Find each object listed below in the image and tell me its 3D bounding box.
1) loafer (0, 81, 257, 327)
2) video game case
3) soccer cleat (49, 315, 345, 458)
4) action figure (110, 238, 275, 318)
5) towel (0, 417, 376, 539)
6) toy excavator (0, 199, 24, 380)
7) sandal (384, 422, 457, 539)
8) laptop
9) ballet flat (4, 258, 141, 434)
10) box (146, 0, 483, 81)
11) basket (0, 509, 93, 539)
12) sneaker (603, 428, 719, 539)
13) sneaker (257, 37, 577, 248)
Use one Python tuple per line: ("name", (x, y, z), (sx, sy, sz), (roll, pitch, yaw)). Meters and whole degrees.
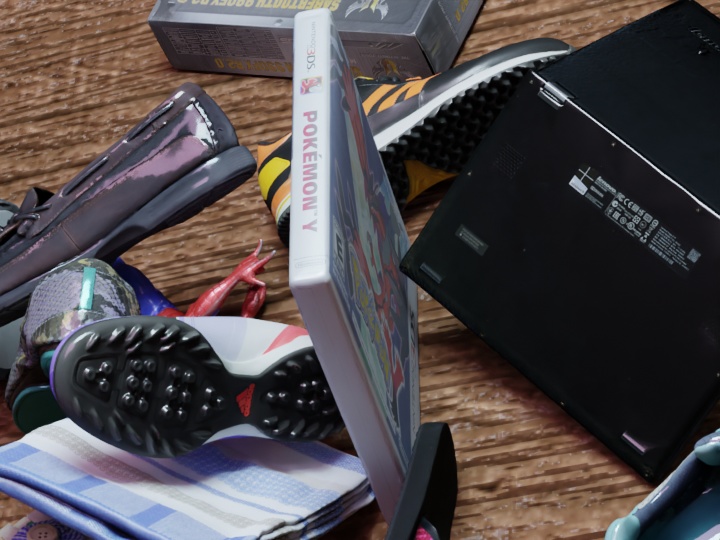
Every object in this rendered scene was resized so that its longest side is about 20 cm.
("loafer", (-0.152, -0.032, 1.304), (0.199, 0.072, 0.063), (-30, 86, 11))
("video game case", (0.000, 0.000, 1.204), (0.023, 0.200, 0.183), (-10, 48, 10))
("soccer cleat", (-0.087, 0.052, 1.180), (0.073, 0.199, 0.069), (18, 99, 41))
("action figure", (-0.097, 0.006, 1.340), (0.099, 0.065, 0.200), (-42, 46, 0))
("towel", (-0.085, 0.099, 1.172), (0.146, 0.200, 0.024), (23, 106, 17))
("toy excavator", (-0.286, 0.061, 1.351), (0.100, 0.196, 0.200), (16, 32, 35))
("sandal", (0.032, 0.159, 1.145), (0.045, 0.075, 0.201), (5, 51, 15))
("laptop", (0.162, -0.023, 1.244), (0.187, 0.116, 0.200), (40, 104, 27))
("ballet flat", (-0.150, 0.038, 1.263), (0.072, 0.200, 0.072), (3, 73, -11))
("box", (-0.013, -0.193, 1.485), (0.199, 0.048, 0.159), (6, 55, 30))
("basket", (-0.149, 0.205, 1.142), (0.200, 0.139, 0.176), (-46, 48, -14))
("sneaker", (0.198, 0.101, 1.100), (0.200, 0.086, 0.078), (-37, 46, -7))
("sneaker", (0.028, -0.091, 1.360), (0.199, 0.070, 0.090), (-30, 48, 2))
